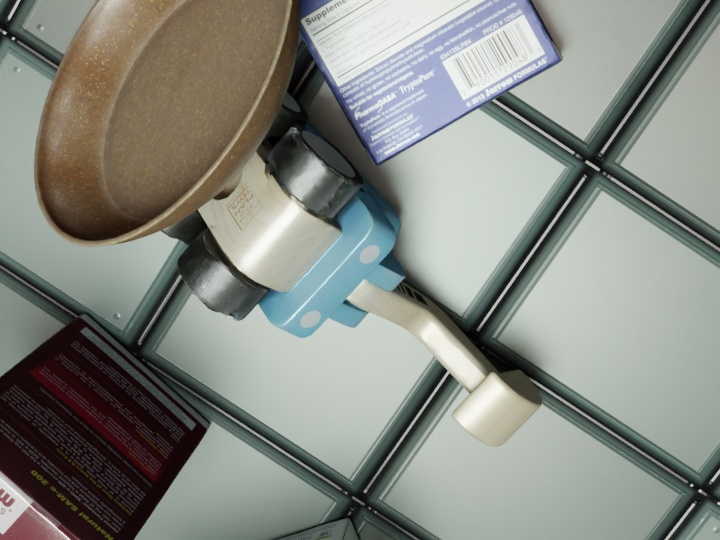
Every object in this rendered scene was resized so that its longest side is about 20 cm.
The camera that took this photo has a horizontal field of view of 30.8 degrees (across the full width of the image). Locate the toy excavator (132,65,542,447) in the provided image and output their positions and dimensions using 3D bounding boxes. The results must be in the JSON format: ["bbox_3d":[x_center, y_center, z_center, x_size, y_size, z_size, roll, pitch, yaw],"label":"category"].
[{"bbox_3d":[0.000,0.000,0.730,0.100,0.200,0.195,-48,49,14],"label":"toy excavator"}]

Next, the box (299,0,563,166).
[{"bbox_3d":[0.011,-0.174,0.720,0.121,0.032,0.200,-28,99,12],"label":"box"}]

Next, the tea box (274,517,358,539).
[{"bbox_3d":[-0.045,0.283,0.743,0.134,0.197,0.200,-18,99,10],"label":"tea box"}]

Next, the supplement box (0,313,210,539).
[{"bbox_3d":[-0.161,0.103,0.715,0.109,0.200,0.061,42,104,-3],"label":"supplement box"}]

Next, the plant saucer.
[{"bbox_3d":[-0.098,-0.099,0.694,0.200,0.200,0.037,-47,133,14],"label":"plant saucer"}]
